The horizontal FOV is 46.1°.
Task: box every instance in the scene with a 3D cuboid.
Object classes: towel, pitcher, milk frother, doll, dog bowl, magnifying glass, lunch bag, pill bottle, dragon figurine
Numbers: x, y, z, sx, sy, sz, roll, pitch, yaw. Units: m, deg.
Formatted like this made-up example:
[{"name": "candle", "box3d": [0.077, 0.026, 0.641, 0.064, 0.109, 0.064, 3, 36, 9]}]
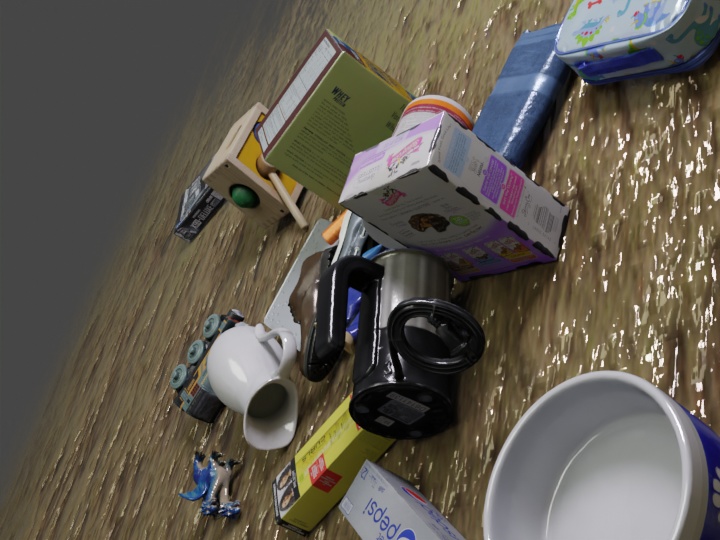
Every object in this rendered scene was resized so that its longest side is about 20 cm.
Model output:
[{"name": "towel", "box3d": [0.209, -0.217, 1.079, 0.202, 0.048, 0.111, -63, 27, -7]}, {"name": "pitcher", "box3d": [-0.150, 0.140, 1.252, 0.200, 0.120, 0.174, 42, 117, 57]}, {"name": "milk frother", "box3d": [0.065, 0.052, 0.933, 0.198, 0.180, 0.190, -23, 43, 30]}, {"name": "doll", "box3d": [0.031, 0.018, 1.124, 0.136, 0.049, 0.201, 23, 67, 41]}, {"name": "dog bowl", "box3d": [0.193, 0.187, 0.664, 0.200, 0.078, 0.202, -41, 31, 32]}, {"name": "magnifying glass", "box3d": [0.017, -0.113, 1.280, 0.200, 0.022, 0.080, -44, 66, 19]}, {"name": "lunch bag", "box3d": [0.314, -0.288, 0.928, 0.199, 0.082, 0.162, 6, 67, 61]}, {"name": "pill bottle", "box3d": [0.077, -0.128, 1.117, 0.109, 0.109, 0.201, -25, 33, 48]}, {"name": "dragon figurine", "box3d": [-0.237, 0.331, 1.289, 0.199, 0.059, 0.101, -16, 49, 53]}]

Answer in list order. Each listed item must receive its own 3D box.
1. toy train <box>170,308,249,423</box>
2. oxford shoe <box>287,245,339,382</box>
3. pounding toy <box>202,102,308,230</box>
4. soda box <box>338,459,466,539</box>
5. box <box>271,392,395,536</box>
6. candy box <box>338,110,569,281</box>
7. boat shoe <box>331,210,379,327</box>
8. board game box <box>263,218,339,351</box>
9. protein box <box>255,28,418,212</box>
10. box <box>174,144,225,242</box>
[{"name": "toy train", "box3d": [-0.253, 0.167, 1.470, 0.201, 0.085, 0.114, -57, 39, 1]}, {"name": "oxford shoe", "box3d": [-0.065, 0.067, 1.218, 0.084, 0.073, 0.203, -12, 56, 33]}, {"name": "pounding toy", "box3d": [-0.172, -0.180, 1.585, 0.142, 0.183, 0.202, -28, 32, 47]}, {"name": "soda box", "box3d": [0.052, 0.267, 0.839, 0.064, 0.068, 0.200, -58, 27, -1]}, {"name": "box", "box3d": [-0.033, 0.233, 1.043, 0.200, 0.050, 0.076, -49, 28, 20]}, {"name": "candy box", "box3d": [0.103, -0.073, 0.948, 0.167, 0.199, 0.072, -14, 50, 54]}, {"name": "boat shoe", "box3d": [0.000, 0.000, 1.199, 0.061, 0.073, 0.203, -5, 64, 32]}, {"name": "board game box", "box3d": [-0.068, 0.022, 1.345, 0.202, 0.026, 0.200, -62, 27, -2]}, {"name": "protein box", "box3d": [-0.024, -0.225, 1.324, 0.201, 0.197, 0.135, -51, 28, 16]}, {"name": "box", "box3d": [-0.377, -0.189, 2.069, 0.200, 0.049, 0.159, -44, 30, 30]}]
